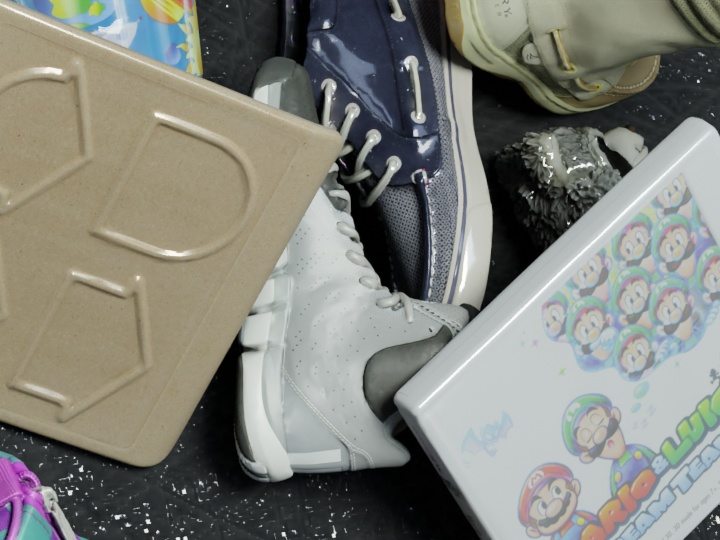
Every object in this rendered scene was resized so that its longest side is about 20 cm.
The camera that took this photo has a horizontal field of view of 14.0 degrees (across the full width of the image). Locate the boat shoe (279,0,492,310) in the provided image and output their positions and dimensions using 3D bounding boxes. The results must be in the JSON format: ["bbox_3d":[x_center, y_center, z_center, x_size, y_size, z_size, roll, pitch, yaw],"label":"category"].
[{"bbox_3d":[0.006,-0.059,1.430,0.093,0.075,0.201,9,62,-24],"label":"boat shoe"}]

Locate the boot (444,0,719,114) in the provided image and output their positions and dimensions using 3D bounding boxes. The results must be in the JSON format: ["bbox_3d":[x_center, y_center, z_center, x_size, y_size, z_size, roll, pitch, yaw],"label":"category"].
[{"bbox_3d":[0.149,-0.128,1.454,0.200,0.154,0.072,13,72,-61],"label":"boot"}]

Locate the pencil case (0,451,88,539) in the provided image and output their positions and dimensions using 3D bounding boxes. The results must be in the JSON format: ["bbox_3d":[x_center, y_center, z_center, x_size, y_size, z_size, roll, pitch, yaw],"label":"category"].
[{"bbox_3d":[-0.115,0.152,1.231,0.200,0.092,0.085,41,23,-42],"label":"pencil case"}]

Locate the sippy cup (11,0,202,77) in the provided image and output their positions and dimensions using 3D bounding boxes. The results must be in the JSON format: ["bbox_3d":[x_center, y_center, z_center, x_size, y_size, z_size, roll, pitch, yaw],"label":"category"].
[{"bbox_3d":[-0.131,-0.128,1.329,0.140,0.177,0.131,-24,100,-67],"label":"sippy cup"}]

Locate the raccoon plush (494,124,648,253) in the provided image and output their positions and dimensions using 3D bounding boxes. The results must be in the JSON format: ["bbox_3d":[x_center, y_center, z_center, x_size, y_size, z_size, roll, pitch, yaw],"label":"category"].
[{"bbox_3d":[0.105,0.020,1.454,0.134,0.097,0.200,31,60,-11],"label":"raccoon plush"}]

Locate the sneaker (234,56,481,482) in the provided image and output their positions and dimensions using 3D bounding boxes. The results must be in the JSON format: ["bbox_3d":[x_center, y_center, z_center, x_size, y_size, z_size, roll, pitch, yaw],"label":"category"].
[{"bbox_3d":[0.000,0.000,1.375,0.115,0.075,0.201,1,82,0],"label":"sneaker"}]

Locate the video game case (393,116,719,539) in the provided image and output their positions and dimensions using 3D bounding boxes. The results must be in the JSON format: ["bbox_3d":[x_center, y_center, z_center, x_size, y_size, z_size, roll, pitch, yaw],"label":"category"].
[{"bbox_3d":[0.127,0.057,1.391,0.200,0.024,0.182,-43,128,-14],"label":"video game case"}]

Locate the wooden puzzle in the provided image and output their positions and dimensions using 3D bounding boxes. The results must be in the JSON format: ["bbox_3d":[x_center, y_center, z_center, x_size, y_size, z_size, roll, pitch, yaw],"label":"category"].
[{"bbox_3d":[-0.132,-0.019,1.286,0.200,0.186,0.046,19,23,-29],"label":"wooden puzzle"}]
